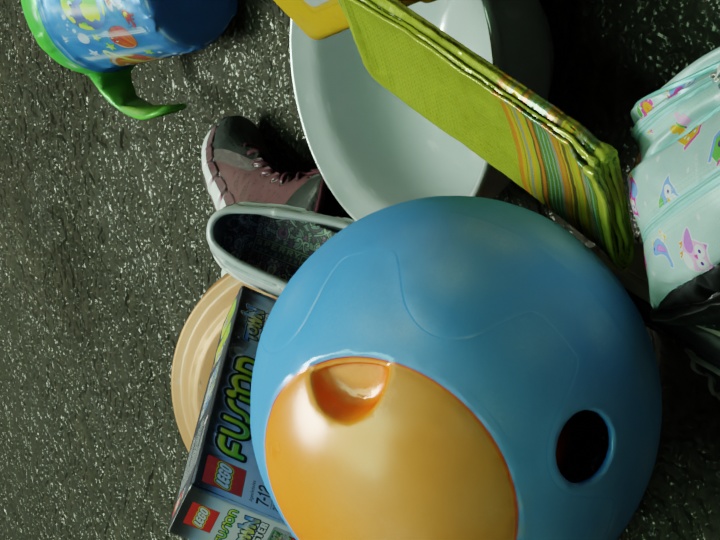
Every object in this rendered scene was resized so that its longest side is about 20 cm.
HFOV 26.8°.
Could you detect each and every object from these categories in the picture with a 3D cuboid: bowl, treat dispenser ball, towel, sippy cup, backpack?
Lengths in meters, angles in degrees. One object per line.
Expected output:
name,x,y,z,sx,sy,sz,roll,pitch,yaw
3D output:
bowl,0.047,-0.122,0.873,0.200,0.090,0.203,24,120,50
treat dispenser ball,0.045,0.065,0.734,0.200,0.199,0.203,24,119,51
towel,0.057,-0.076,0.745,0.200,0.018,0.086,41,164,36
sippy cup,-0.165,-0.215,1.136,0.130,0.140,0.178,8,146,44
backpack,0.201,-0.043,0.634,0.200,0.165,0.128,147,124,-61

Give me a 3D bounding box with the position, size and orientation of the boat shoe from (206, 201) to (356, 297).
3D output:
boat shoe,0.000,0.000,0.916,0.198,0.069,0.073,23,90,9

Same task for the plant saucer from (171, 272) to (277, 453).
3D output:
plant saucer,-0.030,0.084,0.992,0.198,0.032,0.202,3,108,11

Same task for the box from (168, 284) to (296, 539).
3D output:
box,-0.038,0.093,0.863,0.201,0.109,0.035,-84,19,-59

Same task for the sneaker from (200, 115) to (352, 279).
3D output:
sneaker,-0.046,-0.057,1.058,0.115,0.075,0.201,-40,44,27

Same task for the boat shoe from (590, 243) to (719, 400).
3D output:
boat shoe,0.184,0.044,0.742,0.199,0.072,0.063,31,122,42

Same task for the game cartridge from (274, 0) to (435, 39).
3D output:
game cartridge,-0.028,-0.198,0.750,0.176,0.033,0.200,44,160,-20
